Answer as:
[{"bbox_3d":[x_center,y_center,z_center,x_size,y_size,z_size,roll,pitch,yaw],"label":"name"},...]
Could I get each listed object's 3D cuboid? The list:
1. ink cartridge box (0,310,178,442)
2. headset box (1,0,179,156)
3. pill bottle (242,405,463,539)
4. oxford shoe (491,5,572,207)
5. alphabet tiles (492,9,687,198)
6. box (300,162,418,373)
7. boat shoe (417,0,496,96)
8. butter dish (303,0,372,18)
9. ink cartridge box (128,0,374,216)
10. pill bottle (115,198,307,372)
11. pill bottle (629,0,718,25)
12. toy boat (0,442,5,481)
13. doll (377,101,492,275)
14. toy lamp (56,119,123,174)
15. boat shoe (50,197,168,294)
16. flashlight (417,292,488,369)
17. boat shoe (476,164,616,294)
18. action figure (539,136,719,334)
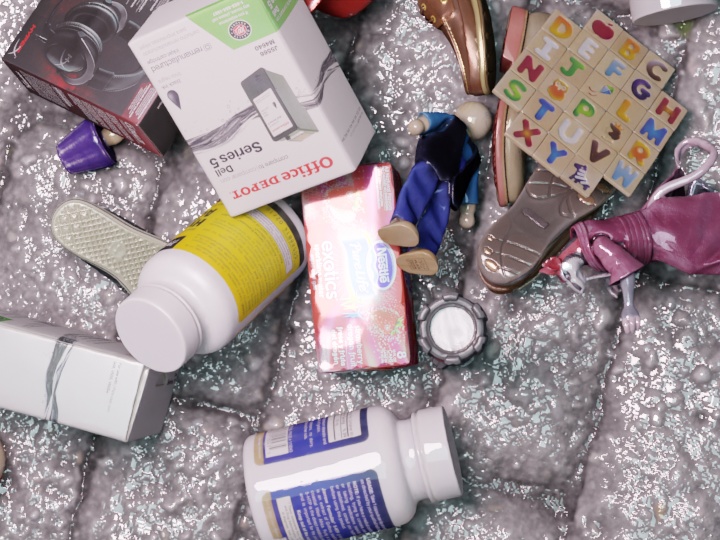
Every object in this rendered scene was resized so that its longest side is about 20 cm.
[{"bbox_3d":[-0.295,0.103,1.718,0.199,0.147,0.084,14,90,8],"label":"ink cartridge box"},{"bbox_3d":[-0.231,-0.217,1.723,0.199,0.077,0.149,27,77,24],"label":"headset box"},{"bbox_3d":[-0.006,0.199,1.692,0.199,0.120,0.120,-13,86,6],"label":"pill bottle"},{"bbox_3d":[0.171,-0.160,1.715,0.074,0.070,0.201,7,89,2],"label":"oxford shoe"},{"bbox_3d":[0.225,-0.164,1.678,0.166,0.006,0.200,38,57,1],"label":"alphabet tiles"},{"bbox_3d":[0.000,0.000,1.711,0.095,0.100,0.201,-6,86,7],"label":"box"},{"bbox_3d":[0.092,-0.266,1.732,0.067,0.072,0.201,-13,80,11],"label":"boat shoe"},{"bbox_3d":[-0.018,-0.327,1.715,0.200,0.148,0.200,-56,41,2],"label":"butter dish"},{"bbox_3d":[-0.099,-0.169,1.619,0.145,0.084,0.201,-19,115,25],"label":"ink cartridge box"},{"bbox_3d":[-0.145,0.011,1.671,0.111,0.200,0.112,18,130,24],"label":"pill bottle"},{"bbox_3d":[0.290,-0.347,1.687,0.112,0.113,0.201,-9,86,6],"label":"pill bottle"},{"bbox_3d":[-0.468,0.185,1.762,0.200,0.130,0.131,44,122,7],"label":"toy boat"},{"bbox_3d":[0.081,-0.088,1.693,0.048,0.137,0.201,-5,46,36],"label":"doll"},{"bbox_3d":[-0.216,-0.156,1.767,0.199,0.058,0.058,-26,84,6],"label":"toy lamp"},{"bbox_3d":[-0.225,-0.008,1.759,0.200,0.062,0.075,34,93,-8],"label":"boat shoe"},{"bbox_3d":[0.092,0.058,1.646,0.067,0.200,0.068,-6,86,7],"label":"flashlight"},{"bbox_3d":[0.186,-0.053,1.708,0.200,0.072,0.076,-41,70,-16],"label":"boat shoe"},{"bbox_3d":[0.265,-0.032,1.650,0.199,0.134,0.150,-10,107,-14],"label":"action figure"}]
